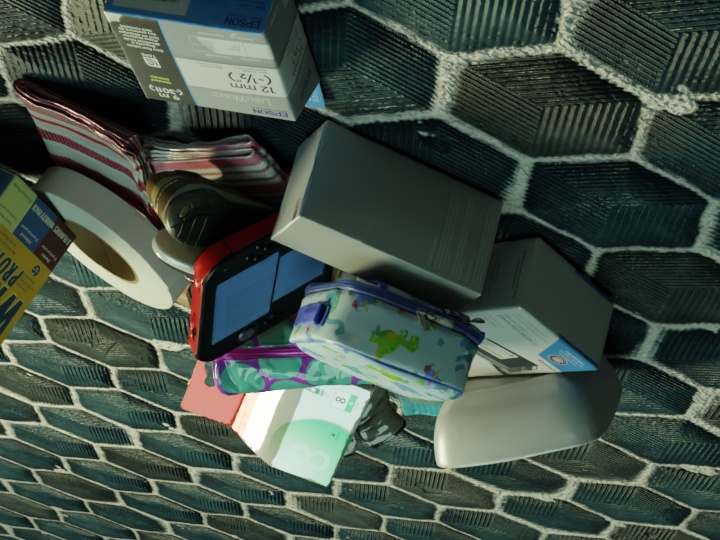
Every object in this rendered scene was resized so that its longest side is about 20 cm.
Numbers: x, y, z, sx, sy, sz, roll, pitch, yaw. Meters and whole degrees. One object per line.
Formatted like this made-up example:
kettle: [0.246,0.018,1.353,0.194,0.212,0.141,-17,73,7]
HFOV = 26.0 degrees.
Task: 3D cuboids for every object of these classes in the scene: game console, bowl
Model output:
game console: [-0.094,0.007,1.580,0.031,0.176,0.201,55,155,23]
bowl: [0.178,0.138,1.713,0.198,0.075,0.200,-14,-169,21]

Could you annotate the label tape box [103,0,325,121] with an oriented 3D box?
label tape box: [-0.119,-0.179,1.330,0.142,0.067,0.201,10,154,14]

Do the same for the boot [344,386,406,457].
boot: [0.021,0.140,1.847,0.199,0.068,0.131,-25,120,21]

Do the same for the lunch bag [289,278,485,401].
lunch bag: [0.019,0.065,1.519,0.159,0.083,0.200,22,171,-13]

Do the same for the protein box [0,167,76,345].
protein box: [-0.455,-0.024,1.661,0.199,0.200,0.135,25,164,30]

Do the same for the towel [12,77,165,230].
towel: [-0.271,-0.112,1.593,0.143,0.023,0.200,27,160,16]

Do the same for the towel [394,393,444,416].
towel: [0.135,0.167,1.991,0.198,0.022,0.147,8,156,17]

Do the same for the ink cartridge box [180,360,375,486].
ink cartridge box: [-0.099,0.150,1.802,0.198,0.050,0.162,19,125,-7]

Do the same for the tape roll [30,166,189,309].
tape roll: [-0.273,-0.034,1.697,0.202,0.037,0.203,33,161,13]

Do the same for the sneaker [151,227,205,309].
sneaker: [-0.161,0.013,1.630,0.099,0.071,0.199,-42,149,25]

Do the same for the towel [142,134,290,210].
towel: [-0.118,-0.081,1.600,0.145,0.030,0.200,1,155,31]

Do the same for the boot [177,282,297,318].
boot: [-0.141,0.007,1.752,0.198,0.074,0.155,11,153,8]

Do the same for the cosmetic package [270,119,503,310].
cosmetic package: [0.026,-0.048,1.478,0.198,0.108,0.090,24,157,-13]

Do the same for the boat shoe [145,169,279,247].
boat shoe: [-0.140,-0.056,1.554,0.074,0.076,0.200,41,-174,31]

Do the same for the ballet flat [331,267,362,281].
ballet flat: [0.000,0.000,1.647,0.068,0.064,0.200,6,157,-4]

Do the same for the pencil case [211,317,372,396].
pencil case: [-0.065,0.088,1.691,0.198,0.086,0.092,-6,171,20]

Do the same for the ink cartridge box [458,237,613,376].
ink cartridge box: [0.140,0.043,1.631,0.199,0.085,0.144,-7,147,44]
